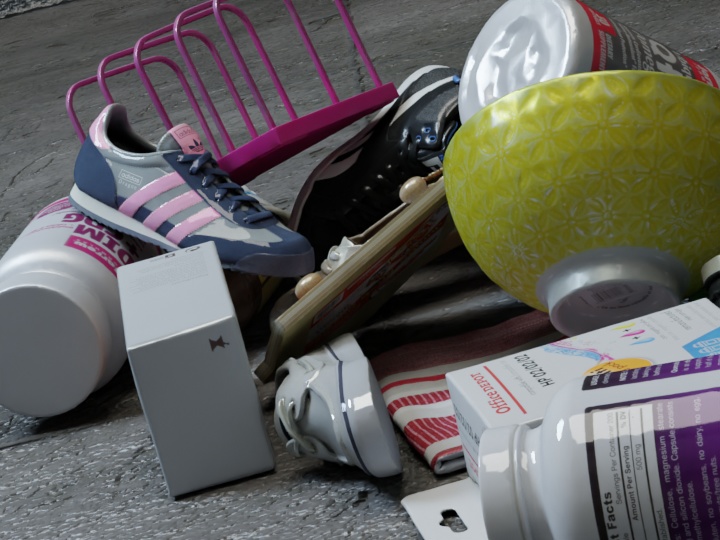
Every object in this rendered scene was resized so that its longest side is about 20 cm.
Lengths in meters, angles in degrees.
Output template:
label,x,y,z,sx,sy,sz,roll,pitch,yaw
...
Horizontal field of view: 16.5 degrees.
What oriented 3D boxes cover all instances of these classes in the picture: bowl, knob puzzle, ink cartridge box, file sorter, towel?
label,x,y,z,sx,sy,sz,roll,pitch,yaw
bowl,0.149,-0.022,1.498,0.199,0.200,0.108,-10,60,14
knob puzzle,0.000,0.000,1.634,0.219,0.030,0.220,-42,-9,-8
ink cartridge box,0.119,0.085,1.347,0.198,0.068,0.115,-16,15,-7
file sorter,-0.104,-0.131,1.849,0.199,0.126,0.139,-26,0,43
towel,0.087,0.068,1.522,0.143,0.023,0.200,-17,16,-7

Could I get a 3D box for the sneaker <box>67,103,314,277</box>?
label,x,y,z,sx,sy,sz,roll,pitch,yaw
sneaker,-0.116,-0.056,1.751,0.199,0.083,0.070,20,16,20

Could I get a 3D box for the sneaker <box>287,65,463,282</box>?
label,x,y,z,sx,sy,sz,roll,pitch,yaw
sneaker,0.027,-0.068,1.817,0.201,0.073,0.112,-53,23,-9

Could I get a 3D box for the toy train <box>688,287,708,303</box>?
label,x,y,z,sx,sy,sz,roll,pitch,yaw
toy train,0.234,0.012,1.559,0.056,0.042,0.200,-21,13,16

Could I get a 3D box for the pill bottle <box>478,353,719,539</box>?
label,x,y,z,sx,sy,sz,roll,pitch,yaw
pill bottle,0.161,0.098,1.181,0.198,0.113,0.113,-10,16,14

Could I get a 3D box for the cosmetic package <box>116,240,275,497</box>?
label,x,y,z,sx,sy,sz,roll,pitch,yaw
cosmetic package,-0.106,0.058,1.578,0.071,0.102,0.200,-16,15,-4

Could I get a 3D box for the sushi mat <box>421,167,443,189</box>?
label,x,y,z,sx,sy,sz,roll,pitch,yaw
sushi mat,0.132,-0.069,1.711,0.199,0.012,0.095,-2,-16,-45

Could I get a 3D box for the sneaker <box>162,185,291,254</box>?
label,x,y,z,sx,sy,sz,roll,pitch,yaw
sneaker,-0.133,-0.018,1.929,0.199,0.076,0.086,-26,25,-35

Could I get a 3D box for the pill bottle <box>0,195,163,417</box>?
label,x,y,z,sx,sy,sz,roll,pitch,yaw
pill bottle,-0.208,0.025,1.759,0.112,0.114,0.200,-11,16,9

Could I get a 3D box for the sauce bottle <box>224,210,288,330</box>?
label,x,y,z,sx,sy,sz,roll,pitch,yaw
sauce bottle,-0.099,0.011,1.803,0.064,0.065,0.200,-9,15,16

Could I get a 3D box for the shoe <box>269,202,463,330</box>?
label,x,y,z,sx,sy,sz,roll,pitch,yaw
shoe,0.017,-0.017,1.761,0.199,0.054,0.070,-31,16,-4

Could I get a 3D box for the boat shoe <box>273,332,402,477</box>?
label,x,y,z,sx,sy,sz,roll,pitch,yaw
boat shoe,-0.020,0.083,1.477,0.065,0.072,0.200,-19,15,-3

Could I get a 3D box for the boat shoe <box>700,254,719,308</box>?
label,x,y,z,sx,sy,sz,roll,pitch,yaw
boat shoe,0.298,0.019,1.446,0.200,0.064,0.074,-4,-22,-11

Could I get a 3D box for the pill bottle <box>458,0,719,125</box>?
label,x,y,z,sx,sy,sz,roll,pitch,yaw
pill bottle,0.168,-0.095,1.592,0.199,0.112,0.110,21,-8,-36
